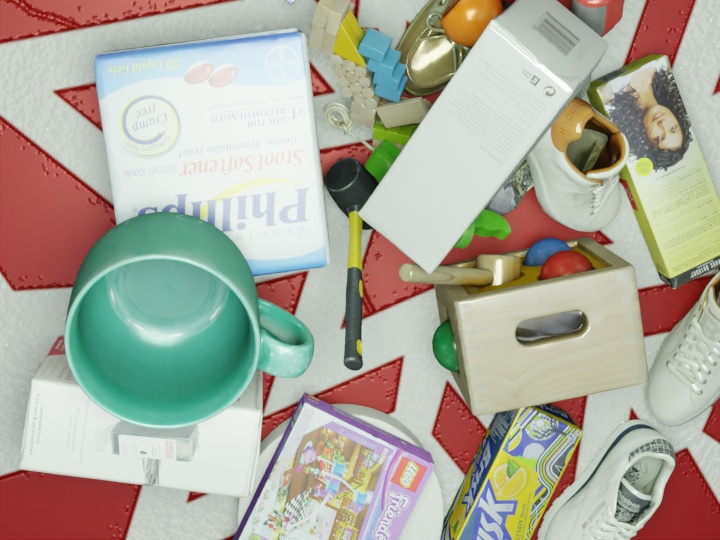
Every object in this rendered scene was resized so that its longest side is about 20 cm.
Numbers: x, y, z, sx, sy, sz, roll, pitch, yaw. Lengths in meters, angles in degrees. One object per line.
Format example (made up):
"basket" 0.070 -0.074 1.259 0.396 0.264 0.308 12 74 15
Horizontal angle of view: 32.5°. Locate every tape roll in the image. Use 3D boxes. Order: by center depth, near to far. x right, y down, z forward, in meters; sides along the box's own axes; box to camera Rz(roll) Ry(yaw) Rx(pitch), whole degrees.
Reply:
"tape roll" -0.020 0.229 1.182 0.199 0.037 0.207 -1 101 -5

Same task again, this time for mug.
"mug" -0.146 0.042 0.999 0.152 0.115 0.185 -40 115 12

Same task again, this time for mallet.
"mallet" 0.000 0.000 1.075 0.041 0.066 0.203 -16 58 23

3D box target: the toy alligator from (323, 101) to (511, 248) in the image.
"toy alligator" 0.043 -0.071 1.074 0.198 0.055 0.059 33 141 -9

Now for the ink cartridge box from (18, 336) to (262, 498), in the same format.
"ink cartridge box" -0.186 0.127 1.094 0.196 0.146 0.086 10 101 -7

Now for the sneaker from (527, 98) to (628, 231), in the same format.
"sneaker" 0.196 -0.082 1.063 0.073 0.084 0.200 -57 142 -7

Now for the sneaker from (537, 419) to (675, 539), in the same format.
"sneaker" 0.232 0.239 1.182 0.076 0.081 0.202 26 99 -10

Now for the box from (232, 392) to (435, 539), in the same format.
"box" -0.035 0.233 1.142 0.135 0.039 0.202 26 97 -8

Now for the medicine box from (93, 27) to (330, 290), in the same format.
"medicine box" -0.125 -0.099 1.079 0.179 0.103 0.204 -7 101 -3

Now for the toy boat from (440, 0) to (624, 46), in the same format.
"toy boat" 0.110 -0.238 0.994 0.199 0.131 0.131 35 77 20

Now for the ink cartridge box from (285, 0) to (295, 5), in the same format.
"ink cartridge box" -0.030 -0.339 1.077 0.094 0.037 0.201 41 93 -11

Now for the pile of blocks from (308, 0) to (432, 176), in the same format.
"pile of blocks" 0.024 -0.166 1.073 0.081 0.063 0.201 -3 133 30

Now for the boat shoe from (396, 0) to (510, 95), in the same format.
"boat shoe" 0.113 -0.230 1.093 0.199 0.063 0.074 -35 101 2

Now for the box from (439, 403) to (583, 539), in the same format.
"box" 0.133 0.219 1.178 0.069 0.064 0.203 24 98 -8

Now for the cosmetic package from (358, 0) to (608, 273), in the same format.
"cosmetic package" 0.092 -0.107 0.949 0.081 0.113 0.201 40 125 2

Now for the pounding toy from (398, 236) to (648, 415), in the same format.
"pounding toy" 0.132 0.031 1.081 0.196 0.184 0.145 -11 101 -2

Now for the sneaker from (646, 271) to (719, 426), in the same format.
"sneaker" 0.318 0.057 1.136 0.073 0.084 0.202 40 110 29

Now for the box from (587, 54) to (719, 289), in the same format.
"box" 0.278 -0.091 1.139 0.074 0.050 0.202 -25 102 0

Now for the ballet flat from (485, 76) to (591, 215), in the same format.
"ballet flat" 0.162 -0.135 1.122 0.071 0.072 0.202 32 97 -9
